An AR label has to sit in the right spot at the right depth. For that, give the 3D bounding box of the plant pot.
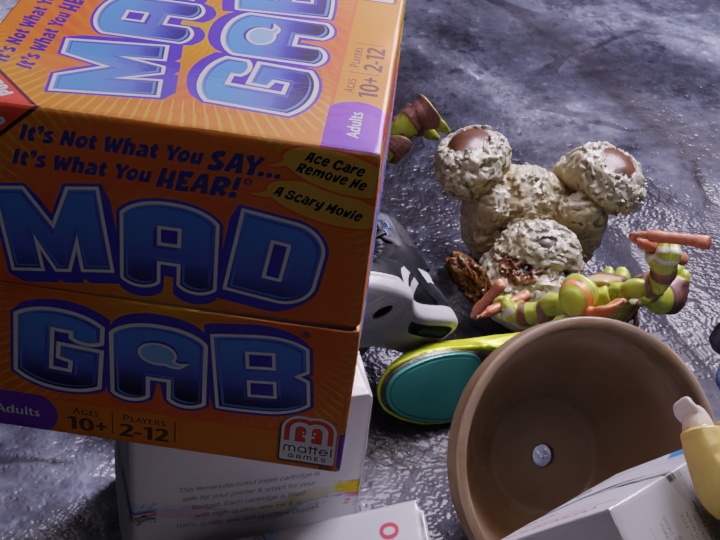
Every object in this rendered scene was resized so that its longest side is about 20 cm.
[{"bbox_3d":[0.148,0.135,0.852,0.200,0.201,0.093,-5,-4,-17],"label":"plant pot"}]

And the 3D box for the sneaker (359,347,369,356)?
[{"bbox_3d":[-0.081,0.022,1.014,0.200,0.076,0.081,14,47,10],"label":"sneaker"}]

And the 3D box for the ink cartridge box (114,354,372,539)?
[{"bbox_3d":[-0.087,0.112,0.783,0.147,0.200,0.145,-3,38,-15],"label":"ink cartridge box"}]

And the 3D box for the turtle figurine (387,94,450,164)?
[{"bbox_3d":[0.000,-0.082,1.041,0.161,0.200,0.064,-44,82,-8],"label":"turtle figurine"}]

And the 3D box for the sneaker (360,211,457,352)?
[{"bbox_3d":[0.000,0.000,0.918,0.112,0.073,0.200,63,15,21],"label":"sneaker"}]

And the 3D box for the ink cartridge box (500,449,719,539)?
[{"bbox_3d":[0.153,0.165,0.698,0.200,0.116,0.067,-15,77,-44],"label":"ink cartridge box"}]

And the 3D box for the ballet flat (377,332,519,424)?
[{"bbox_3d":[0.095,0.083,0.981,0.200,0.067,0.067,-7,18,-23],"label":"ballet flat"}]

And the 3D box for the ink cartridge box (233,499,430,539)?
[{"bbox_3d":[-0.046,0.233,0.687,0.200,0.086,0.148,-11,37,2],"label":"ink cartridge box"}]

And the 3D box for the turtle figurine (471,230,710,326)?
[{"bbox_3d":[0.201,0.018,0.920,0.161,0.200,0.065,-1,72,-55],"label":"turtle figurine"}]

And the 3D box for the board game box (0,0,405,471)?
[{"bbox_3d":[-0.089,-0.041,0.652,0.200,0.200,0.200,8,36,1],"label":"board game box"}]

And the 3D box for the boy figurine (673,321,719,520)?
[{"bbox_3d":[0.235,0.109,0.668,0.124,0.064,0.200,22,45,-7],"label":"boy figurine"}]

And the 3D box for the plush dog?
[{"bbox_3d":[0.152,-0.019,1.078,0.200,0.161,0.172,8,56,-7],"label":"plush dog"}]
